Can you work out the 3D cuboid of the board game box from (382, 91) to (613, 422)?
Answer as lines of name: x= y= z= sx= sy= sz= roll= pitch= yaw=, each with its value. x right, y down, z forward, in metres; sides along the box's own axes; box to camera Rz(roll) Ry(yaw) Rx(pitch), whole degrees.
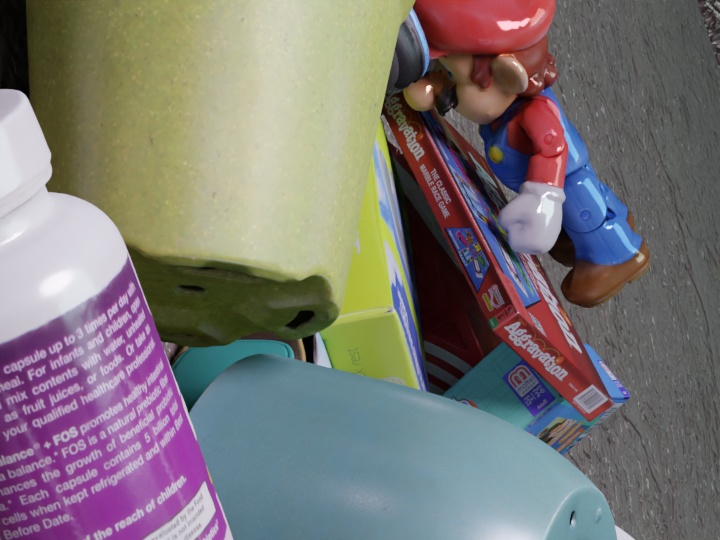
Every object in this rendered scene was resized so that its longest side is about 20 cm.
board game box: x=0.068 y=-0.016 z=1.430 sx=0.103 sy=0.019 sz=0.200 roll=43 pitch=16 yaw=-45

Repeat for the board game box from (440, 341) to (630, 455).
board game box: x=0.063 y=0.102 z=1.502 sx=0.045 sy=0.152 sz=0.200 roll=51 pitch=10 yaw=12

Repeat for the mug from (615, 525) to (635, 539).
mug: x=0.069 y=0.246 z=1.434 sx=0.176 sy=0.147 sz=0.201 roll=-55 pitch=164 yaw=-43

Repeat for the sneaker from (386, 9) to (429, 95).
sneaker: x=-0.057 y=-0.142 z=1.345 sx=0.199 sy=0.071 sz=0.083 roll=33 pitch=48 yaw=-16

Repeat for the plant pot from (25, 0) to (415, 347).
plant pot: x=-0.068 y=-0.071 z=1.163 sx=0.200 sy=0.199 sz=0.185 roll=43 pitch=48 yaw=-63

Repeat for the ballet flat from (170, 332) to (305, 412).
ballet flat: x=-0.054 y=0.050 z=1.297 sx=0.200 sy=0.068 sz=0.063 roll=-76 pitch=162 yaw=-58

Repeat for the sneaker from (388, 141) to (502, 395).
sneaker: x=0.000 y=0.002 z=1.525 sx=0.200 sy=0.115 sz=0.078 roll=45 pitch=-13 yaw=36

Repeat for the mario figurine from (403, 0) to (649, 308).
mario figurine: x=0.071 y=-0.072 z=1.437 sx=0.106 sy=0.123 sz=0.200 roll=-43 pitch=117 yaw=-25

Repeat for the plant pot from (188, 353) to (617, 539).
plant pot: x=0.019 y=0.144 z=1.170 sx=0.200 sy=0.160 sz=0.202 roll=6 pitch=90 yaw=-66

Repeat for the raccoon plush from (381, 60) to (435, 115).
raccoon plush: x=0.006 y=-0.186 z=1.560 sx=0.200 sy=0.096 sz=0.134 roll=-109 pitch=-177 yaw=-47

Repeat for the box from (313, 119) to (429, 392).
box: x=0.000 y=0.000 z=1.396 sx=0.122 sy=0.047 sz=0.201 roll=72 pitch=9 yaw=-51

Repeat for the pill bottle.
pill bottle: x=-0.122 y=0.043 z=0.959 sx=0.112 sy=0.112 sz=0.201 roll=-67 pitch=141 yaw=-66
